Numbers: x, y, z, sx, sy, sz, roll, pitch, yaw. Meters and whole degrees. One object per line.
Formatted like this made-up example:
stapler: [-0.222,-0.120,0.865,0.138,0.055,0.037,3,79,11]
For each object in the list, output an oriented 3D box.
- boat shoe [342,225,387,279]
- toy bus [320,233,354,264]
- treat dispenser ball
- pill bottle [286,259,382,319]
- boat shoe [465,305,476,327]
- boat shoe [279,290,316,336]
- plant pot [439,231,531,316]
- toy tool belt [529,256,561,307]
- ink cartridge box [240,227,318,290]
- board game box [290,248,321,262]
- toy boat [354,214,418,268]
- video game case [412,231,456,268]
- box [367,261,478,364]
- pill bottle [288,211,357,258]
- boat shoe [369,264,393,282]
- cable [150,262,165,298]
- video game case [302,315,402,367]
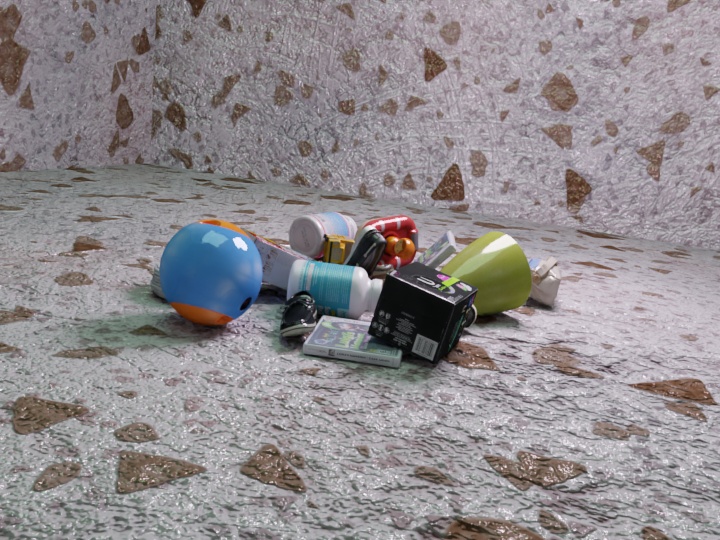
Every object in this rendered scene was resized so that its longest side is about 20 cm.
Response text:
boat shoe: [0.000,0.000,1.664,0.073,0.203,0.060,1,34,-49]
toy bus: [-0.052,-0.045,1.747,0.076,0.067,0.200,8,5,-6]
treat dispenser ball: [-0.287,0.003,1.444,0.196,0.206,0.201,6,12,-1]
pill bottle: [-0.053,0.043,1.597,0.195,0.114,0.111,7,12,5]
boat shoe: [0.152,0.079,1.623,0.197,0.076,0.063,14,12,26]
boat shoe: [-0.122,0.084,1.459,0.073,0.064,0.200,-11,10,4]
plant pot: [0.258,0.028,1.718,0.197,0.192,0.186,-19,24,-31]
toy tool belt: [0.458,0.016,1.952,0.120,0.128,0.200,17,14,11]
ink cartridge box: [-0.195,-0.018,1.721,0.197,0.085,0.175,24,3,-28]
board game box: [-0.095,-0.013,1.954,0.193,0.057,0.198,-4,16,-41]
toy boat: [0.081,-0.059,1.835,0.197,0.134,0.130,-13,17,-36]
video game case: [0.161,-0.017,1.857,0.023,0.181,0.200,48,12,-5]
box: [0.124,0.076,1.440,0.146,0.127,0.199,23,15,16]
pill bottle: [-0.091,-0.093,1.925,0.107,0.112,0.199,13,14,28]
boat shoe: [0.044,0.036,1.770,0.074,0.076,0.200,-9,-7,-1]
cable: [-0.362,0.020,1.642,0.195,0.071,0.200,8,13,9]
video game case: [-0.005,0.132,1.430,0.177,0.024,0.200,7,13,6]
